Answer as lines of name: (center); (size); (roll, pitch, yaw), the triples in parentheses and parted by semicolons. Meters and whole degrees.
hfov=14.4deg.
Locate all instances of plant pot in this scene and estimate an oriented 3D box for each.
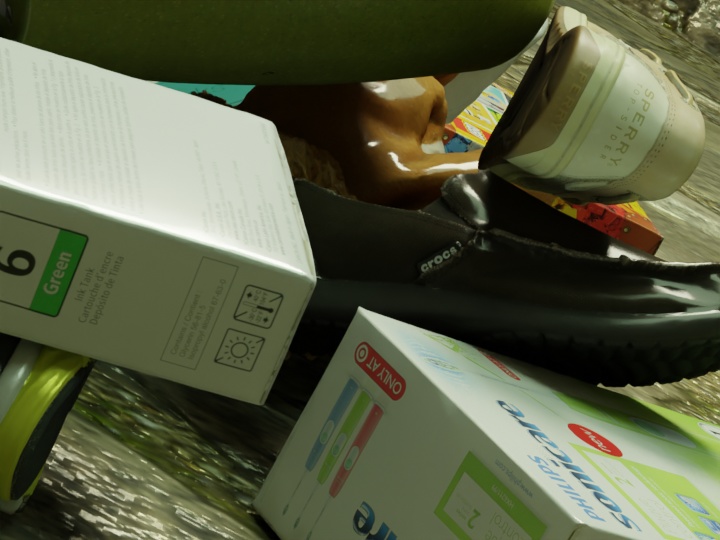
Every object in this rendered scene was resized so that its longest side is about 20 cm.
plant pot: (-0.055, -0.144, 1.064); (0.200, 0.187, 0.187); (-17, 38, -27)

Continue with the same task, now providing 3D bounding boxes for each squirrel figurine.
squirrel figurine: (0.000, 0.000, 1.147); (0.200, 0.142, 0.187); (1, 38, -36)

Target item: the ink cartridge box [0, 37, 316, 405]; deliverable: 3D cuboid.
ink cartridge box: (-0.118, -0.030, 0.857); (0.200, 0.050, 0.109); (16, 25, -17)

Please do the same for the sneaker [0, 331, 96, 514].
sneaker: (-0.125, 0.005, 0.913); (0.085, 0.075, 0.200); (26, 13, -10)

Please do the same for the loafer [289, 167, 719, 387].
loafer: (0.049, -0.004, 1.018); (0.200, 0.071, 0.073); (6, -14, 6)

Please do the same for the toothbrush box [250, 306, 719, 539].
toothbrush box: (0.087, 0.103, 0.972); (0.200, 0.086, 0.146); (18, 16, -37)

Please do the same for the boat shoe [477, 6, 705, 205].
boat shoe: (0.089, -0.054, 1.062); (0.065, 0.072, 0.200); (27, 3, -3)

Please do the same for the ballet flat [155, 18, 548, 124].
ballet flat: (-0.010, -0.072, 1.271); (0.200, 0.070, 0.069); (-17, 23, -5)

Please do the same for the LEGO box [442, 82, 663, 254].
LEGO box: (0.058, -0.048, 1.501); (0.149, 0.077, 0.200); (26, 13, -16)
